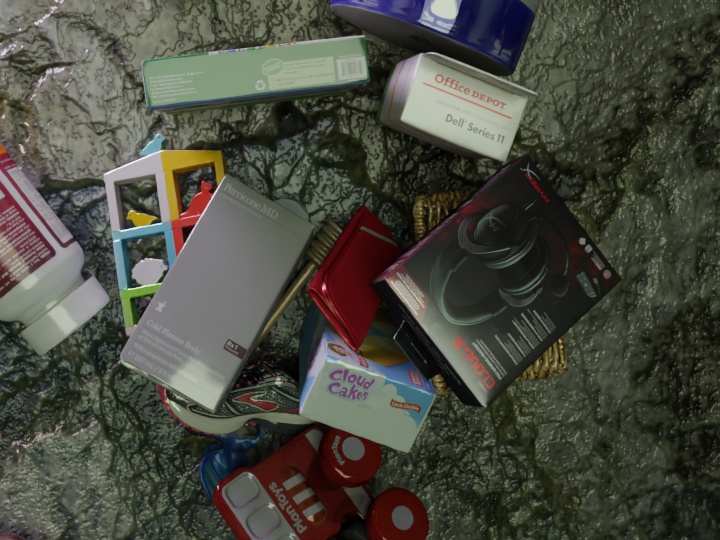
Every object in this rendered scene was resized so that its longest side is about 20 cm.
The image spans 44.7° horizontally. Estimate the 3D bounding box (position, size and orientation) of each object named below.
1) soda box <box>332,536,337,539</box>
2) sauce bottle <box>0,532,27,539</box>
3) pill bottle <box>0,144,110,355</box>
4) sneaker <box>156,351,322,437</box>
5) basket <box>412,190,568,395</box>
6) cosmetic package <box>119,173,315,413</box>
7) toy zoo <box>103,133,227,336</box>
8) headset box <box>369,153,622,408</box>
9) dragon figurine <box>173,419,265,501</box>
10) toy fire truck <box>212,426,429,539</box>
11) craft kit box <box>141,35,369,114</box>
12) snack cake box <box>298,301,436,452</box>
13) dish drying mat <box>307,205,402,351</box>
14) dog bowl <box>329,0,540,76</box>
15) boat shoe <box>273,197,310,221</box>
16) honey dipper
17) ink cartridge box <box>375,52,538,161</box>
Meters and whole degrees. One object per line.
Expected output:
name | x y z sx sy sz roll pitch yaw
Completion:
soda box | -0.051 0.340 0.992 0.196 0.064 0.070 -9 100 -6
sauce bottle | -0.363 0.326 0.947 0.198 0.065 0.065 32 93 -10
pill bottle | -0.348 -0.022 0.874 0.109 0.110 0.201 -36 101 -1
sneaker | -0.118 0.120 0.920 0.197 0.081 0.075 7 125 -33
basket | 0.118 0.020 0.925 0.146 0.143 0.205 -7 88 -10
cosmetic package | -0.133 0.024 0.840 0.105 0.090 0.203 27 80 -2
toy zoo | -0.194 -0.043 0.910 0.128 0.020 0.205 -10 83 3
headset box | 0.117 0.017 0.814 0.199 0.077 0.150 -39 93 -11
dragon figurine | -0.144 0.218 0.963 0.097 0.059 0.204 -16 100 -5
toy fire truck | -0.036 0.263 0.886 0.167 0.112 0.201 -29 76 -35
craft kit box | -0.100 -0.184 0.842 0.196 0.197 0.050 -8 97 -7
snack cake box | -0.001 0.093 0.891 0.113 0.200 0.068 22 105 -11
dish drying mat | 0.000 0.000 0.889 0.018 0.201 0.077 -30 105 26
dog bowl | 0.071 -0.261 0.852 0.196 0.200 0.080 18 98 -10
boat shoe | -0.115 0.014 0.937 0.068 0.057 0.201 37 92 12
honey dipper | -0.081 0.033 0.957 0.038 0.038 0.201 37 93 -11
ink cartridge box | 0.089 -0.160 0.869 0.115 0.200 0.069 19 96 -10
